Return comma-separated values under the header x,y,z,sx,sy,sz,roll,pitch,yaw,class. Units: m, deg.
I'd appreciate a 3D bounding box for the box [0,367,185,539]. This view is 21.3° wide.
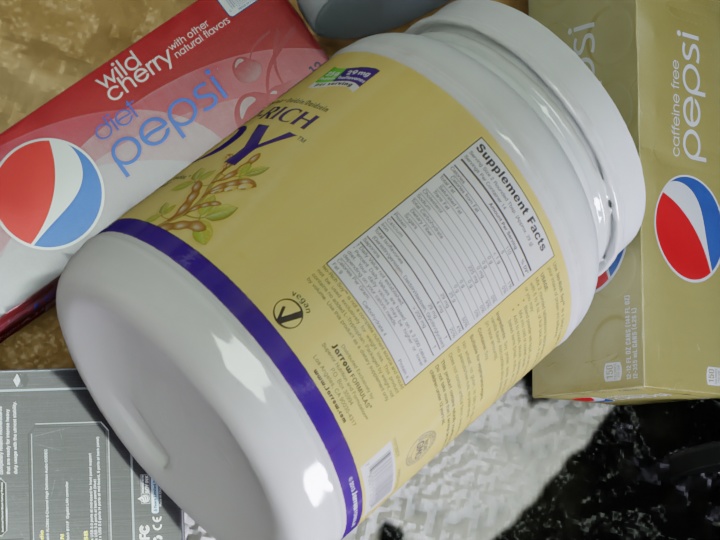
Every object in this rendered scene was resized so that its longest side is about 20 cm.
x,y,z,sx,sy,sz,roll,pitch,yaw,class
-0.148,0.141,0.771,0.157,0.048,0.202,-2,81,-11,box

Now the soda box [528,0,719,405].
x,y,z,sx,sy,sz,roll,pitch,yaw,class
0.117,-0.045,0.832,0.064,0.067,0.202,7,79,-39,soda box

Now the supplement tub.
x,y,z,sx,sy,sz,roll,pitch,yaw,class
0.000,0.000,0.737,0.200,0.145,0.146,-39,90,-25,supplement tub

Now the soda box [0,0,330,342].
x,y,z,sx,sy,sz,roll,pitch,yaw,class
-0.106,-0.042,0.797,0.199,0.070,0.064,-36,88,-15,soda box

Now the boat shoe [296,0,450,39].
x,y,z,sx,sy,sz,roll,pitch,yaw,class
0.042,-0.168,0.837,0.199,0.074,0.068,-33,78,-24,boat shoe

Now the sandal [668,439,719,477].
x,y,z,sx,sy,sz,roll,pitch,yaw,class
0.233,0.098,0.841,0.198,0.075,0.046,6,79,-13,sandal
